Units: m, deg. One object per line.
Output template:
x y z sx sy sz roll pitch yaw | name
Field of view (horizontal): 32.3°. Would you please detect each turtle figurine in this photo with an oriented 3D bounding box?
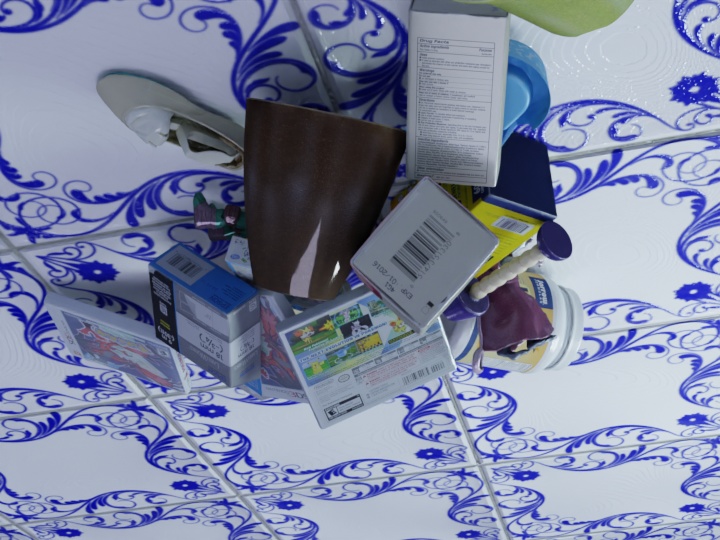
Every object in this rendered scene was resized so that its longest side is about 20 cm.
-0.103 -0.068 1.568 0.198 0.101 0.150 -1 149 9 | turtle figurine

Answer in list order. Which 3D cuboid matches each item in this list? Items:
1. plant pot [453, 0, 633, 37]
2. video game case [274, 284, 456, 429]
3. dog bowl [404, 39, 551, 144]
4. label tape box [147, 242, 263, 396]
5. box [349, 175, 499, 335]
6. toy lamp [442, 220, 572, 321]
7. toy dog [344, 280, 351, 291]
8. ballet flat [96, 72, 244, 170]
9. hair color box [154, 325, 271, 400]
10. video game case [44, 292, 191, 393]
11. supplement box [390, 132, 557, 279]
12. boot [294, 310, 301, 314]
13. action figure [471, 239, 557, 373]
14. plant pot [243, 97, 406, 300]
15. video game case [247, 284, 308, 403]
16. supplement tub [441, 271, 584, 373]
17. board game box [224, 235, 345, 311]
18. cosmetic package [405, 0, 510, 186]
0.165 -0.304 1.122 0.199 0.202 0.184 -22 157 29 | plant pot
0.011 0.098 1.590 0.199 0.022 0.183 -23 127 -3 | video game case
0.133 -0.182 1.402 0.111 0.050 0.200 34 133 -14 | dog bowl
-0.201 0.082 1.634 0.144 0.063 0.201 30 139 27 | label tape box
0.070 -0.012 1.384 0.128 0.109 0.200 -48 176 -2 | box
0.173 0.007 1.538 0.058 0.059 0.200 18 143 -31 | toy lamp
0.000 0.000 1.685 0.198 0.097 0.132 -9 149 10 | toy dog
-0.210 -0.164 1.422 0.199 0.070 0.069 19 143 -32 | ballet flat
-0.196 0.112 1.813 0.199 0.062 0.101 32 156 -18 | hair color box
-0.351 0.109 1.819 0.199 0.023 0.183 17 154 10 | video game case
0.137 -0.077 1.554 0.109 0.110 0.200 15 145 -29 | supplement box
-0.129 0.066 1.813 0.155 0.073 0.199 27 151 -30 | boot
0.181 0.018 1.655 0.148 0.201 0.134 -26 175 8 | action figure
-0.054 -0.074 1.384 0.185 0.202 0.187 11 -175 -1 | plant pot
-0.128 0.098 1.666 0.181 0.023 0.201 4 132 45 | video game case
0.203 0.069 1.772 0.199 0.145 0.145 10 147 -21 | supplement tub
-0.091 0.014 1.601 0.133 0.034 0.200 15 167 7 | board game box
0.102 -0.193 1.309 0.104 0.071 0.201 7 127 7 | cosmetic package
